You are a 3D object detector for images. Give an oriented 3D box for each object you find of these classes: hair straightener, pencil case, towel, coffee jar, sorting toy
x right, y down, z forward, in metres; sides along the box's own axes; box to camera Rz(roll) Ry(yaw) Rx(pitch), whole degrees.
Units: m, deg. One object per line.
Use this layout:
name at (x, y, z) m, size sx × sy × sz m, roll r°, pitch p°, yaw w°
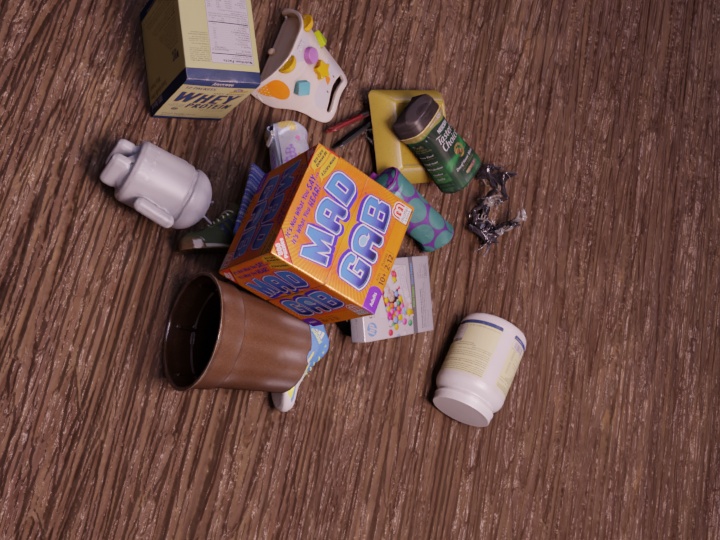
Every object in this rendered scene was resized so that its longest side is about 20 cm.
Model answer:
hair straightener at (0.015, -0.295, 1.696) m, size 0.200 × 0.041 × 0.077 m, roll -35°, pitch 112°, yaw -36°
pencil case at (-0.128, -0.182, 1.519) m, size 0.091 × 0.083 × 0.200 m, roll 48°, pitch 28°, yaw -63°
towel at (-0.170, -0.087, 1.478) m, size 0.145 × 0.024 × 0.200 m, roll 49°, pitch 30°, yaw -33°
coffee jar at (0.155, -0.259, 1.663) m, size 0.200 × 0.085 × 0.104 m, roll 46°, pitch 63°, yaw -27°
sorting toy at (-0.099, -0.393, 1.617) m, size 0.180 × 0.107 × 0.200 m, roll 38°, pitch 63°, yaw -42°
pencil case at (0.101, -0.122, 1.670) m, size 0.085 × 0.092 × 0.200 m, roll -46°, pitch 120°, yaw 3°

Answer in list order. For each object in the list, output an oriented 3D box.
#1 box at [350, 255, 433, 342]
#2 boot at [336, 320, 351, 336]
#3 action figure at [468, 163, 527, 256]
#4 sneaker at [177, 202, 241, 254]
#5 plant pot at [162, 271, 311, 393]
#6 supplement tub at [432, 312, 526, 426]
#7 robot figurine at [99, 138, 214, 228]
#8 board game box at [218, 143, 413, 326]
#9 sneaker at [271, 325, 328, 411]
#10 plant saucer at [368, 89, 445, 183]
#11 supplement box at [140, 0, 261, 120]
box at (0.060, 0.053, 1.605) m, size 0.200 × 0.041 × 0.156 m, roll -5°, pitch 91°, yaw -43°
boot at (0.000, 0.000, 1.609) m, size 0.200 × 0.068 × 0.188 m, roll -45°, pitch 105°, yaw -30°
action figure at (0.299, -0.134, 1.798) m, size 0.119 × 0.102 × 0.200 m, roll 22°, pitch 69°, yaw -39°
sneaker at (-0.242, -0.078, 1.478) m, size 0.200 × 0.067 × 0.090 m, roll -3°, pitch 82°, yaw -38°
plant pot at (-0.204, 0.123, 1.397) m, size 0.198 × 0.200 × 0.201 m, roll 17°, pitch 73°, yaw -35°
supplement tub at (0.243, 0.204, 1.676) m, size 0.145 × 0.145 × 0.200 m, roll 38°, pitch 64°, yaw -21°
robot figurine at (-0.341, -0.144, 1.398) m, size 0.200 × 0.113 × 0.170 m, roll 28°, pitch 43°, yaw -25°
board game box at (-0.073, -0.049, 1.332) m, size 0.200 × 0.200 × 0.200 m, roll 32°, pitch 66°, yaw -24°
sneaker at (-0.104, 0.165, 1.511) m, size 0.105 × 0.076 × 0.200 m, roll 13°, pitch 74°, yaw -30°
plant saucer at (0.118, -0.285, 1.719) m, size 0.200 × 0.048 × 0.200 m, roll -10°, pitch 96°, yaw -38°
supplement box at (-0.284, -0.391, 1.425) m, size 0.134 × 0.200 × 0.200 m, roll -4°, pitch 83°, yaw -31°
